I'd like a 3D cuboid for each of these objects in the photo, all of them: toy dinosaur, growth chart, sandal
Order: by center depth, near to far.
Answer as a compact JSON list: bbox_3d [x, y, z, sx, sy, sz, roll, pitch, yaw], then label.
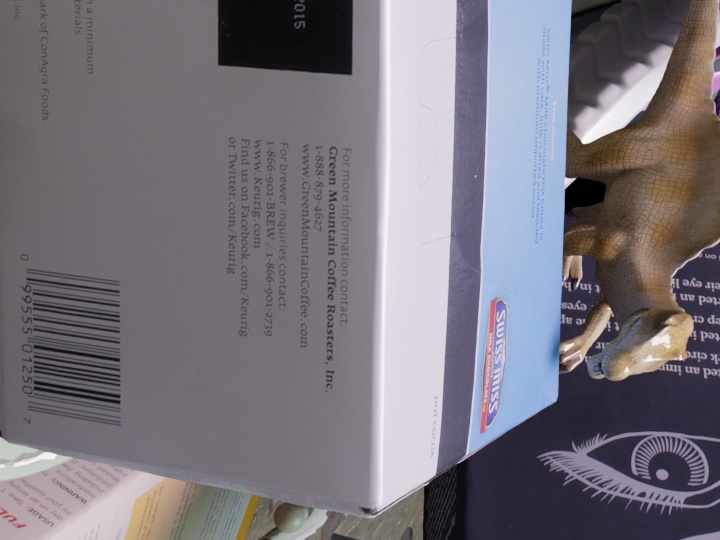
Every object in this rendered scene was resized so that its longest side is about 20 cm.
[{"bbox_3d":[0.098,-0.031,0.698,0.058,0.101,0.200,39,51,-33],"label":"toy dinosaur"},{"bbox_3d":[0.123,-0.081,0.803,0.203,0.050,0.082,-39,-157,7],"label":"sandal"},{"bbox_3d":[-0.059,0.143,0.958,0.200,0.018,0.145,-38,172,26],"label":"growth chart"}]

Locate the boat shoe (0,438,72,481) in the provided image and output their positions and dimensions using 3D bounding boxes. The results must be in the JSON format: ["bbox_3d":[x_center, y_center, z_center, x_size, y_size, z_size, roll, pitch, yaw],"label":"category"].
[{"bbox_3d":[-0.083,-0.008,0.702,0.201,0.060,0.072,-47,124,-25],"label":"boat shoe"}]

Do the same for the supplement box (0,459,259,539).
[{"bbox_3d":[-0.118,0.102,0.775,0.200,0.073,0.126,-32,148,-53],"label":"supplement box"}]

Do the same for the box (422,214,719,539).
[{"bbox_3d":[0.100,0.089,0.754,0.104,0.148,0.200,103,-7,-56],"label":"box"}]

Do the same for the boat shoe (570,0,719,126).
[{"bbox_3d":[0.147,-0.082,0.856,0.073,0.199,0.062,70,12,-60],"label":"boat shoe"}]

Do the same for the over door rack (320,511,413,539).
[{"bbox_3d":[0.000,0.000,0.803,0.148,0.066,0.200,-88,-175,-52],"label":"over door rack"}]

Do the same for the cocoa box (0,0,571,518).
[{"bbox_3d":[-0.019,-0.048,0.597,0.131,0.133,0.201,-21,115,-60],"label":"cocoa box"}]

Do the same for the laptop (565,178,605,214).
[{"bbox_3d":[0.129,0.025,0.940,0.200,0.178,0.103,-27,154,18],"label":"laptop"}]
